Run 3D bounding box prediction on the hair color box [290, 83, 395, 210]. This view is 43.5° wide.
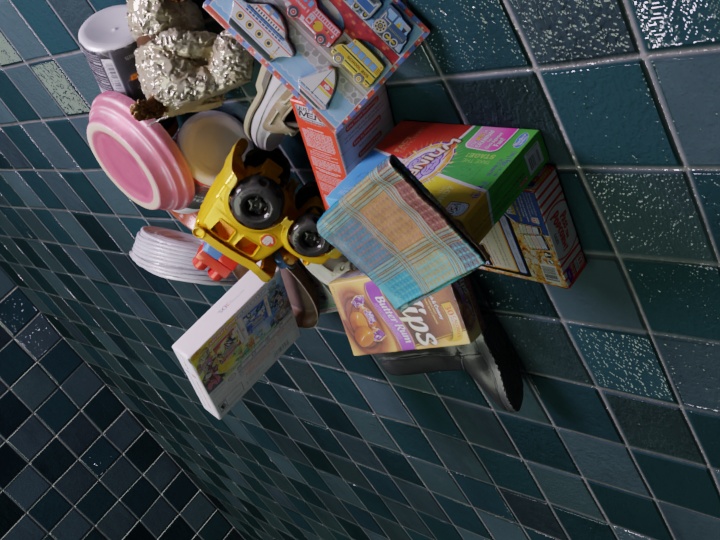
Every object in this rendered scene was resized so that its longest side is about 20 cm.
[{"bbox_3d":[-0.009,-0.151,1.091,0.061,0.102,0.200,24,148,31],"label":"hair color box"}]

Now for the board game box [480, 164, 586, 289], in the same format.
[{"bbox_3d":[0.153,-0.063,1.067,0.200,0.046,0.152,15,144,42],"label":"board game box"}]

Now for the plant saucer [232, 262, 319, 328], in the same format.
[{"bbox_3d":[-0.137,0.012,1.450,0.200,0.032,0.200,32,152,19],"label":"plant saucer"}]

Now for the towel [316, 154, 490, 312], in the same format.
[{"bbox_3d":[0.037,-0.032,0.956,0.147,0.022,0.200,45,153,-5],"label":"towel"}]

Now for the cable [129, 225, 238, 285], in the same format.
[{"bbox_3d":[-0.307,-0.025,1.619,0.199,0.069,0.200,11,-173,-20],"label":"cable"}]

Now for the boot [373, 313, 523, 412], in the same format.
[{"bbox_3d":[0.125,0.143,1.336,0.200,0.066,0.165,-11,114,34],"label":"boot"}]

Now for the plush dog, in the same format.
[{"bbox_3d":[-0.247,-0.292,1.159,0.200,0.160,0.172,-10,101,65],"label":"plush dog"}]

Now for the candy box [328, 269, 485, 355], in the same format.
[{"bbox_3d":[0.062,0.049,1.254,0.200,0.056,0.117,-11,106,35],"label":"candy box"}]

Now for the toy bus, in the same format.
[{"bbox_3d":[-0.138,-0.052,1.262,0.200,0.136,0.192,33,114,-17],"label":"toy bus"}]

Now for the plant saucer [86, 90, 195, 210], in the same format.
[{"bbox_3d":[-0.326,-0.162,1.305,0.200,0.051,0.201,34,151,22],"label":"plant saucer"}]

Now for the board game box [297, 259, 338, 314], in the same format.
[{"bbox_3d":[-0.102,-0.020,1.458,0.200,0.064,0.147,50,153,-14],"label":"board game box"}]

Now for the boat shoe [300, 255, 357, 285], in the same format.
[{"bbox_3d":[0.000,0.000,1.350,0.200,0.071,0.069,31,153,1],"label":"boat shoe"}]

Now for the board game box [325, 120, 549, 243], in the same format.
[{"bbox_3d":[0.081,-0.100,0.989,0.200,0.153,0.040,13,141,43],"label":"board game box"}]

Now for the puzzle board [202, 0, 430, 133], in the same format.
[{"bbox_3d":[-0.049,-0.266,0.950,0.200,0.151,0.017,44,-162,-4],"label":"puzzle board"}]

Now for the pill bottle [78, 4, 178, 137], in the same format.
[{"bbox_3d":[-0.328,-0.277,1.323,0.106,0.106,0.200,27,151,27],"label":"pill bottle"}]

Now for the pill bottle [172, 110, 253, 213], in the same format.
[{"bbox_3d":[-0.246,-0.158,1.382,0.116,0.116,0.200,46,154,-9],"label":"pill bottle"}]

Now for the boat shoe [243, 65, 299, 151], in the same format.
[{"bbox_3d":[-0.098,-0.206,1.157,0.068,0.075,0.200,40,156,6],"label":"boat shoe"}]

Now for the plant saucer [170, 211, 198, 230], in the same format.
[{"bbox_3d":[-0.295,-0.133,1.582,0.200,0.032,0.200,32,153,19],"label":"plant saucer"}]

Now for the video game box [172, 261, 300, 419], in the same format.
[{"bbox_3d":[-0.187,0.109,1.403,0.047,0.200,0.182,30,152,26],"label":"video game box"}]
